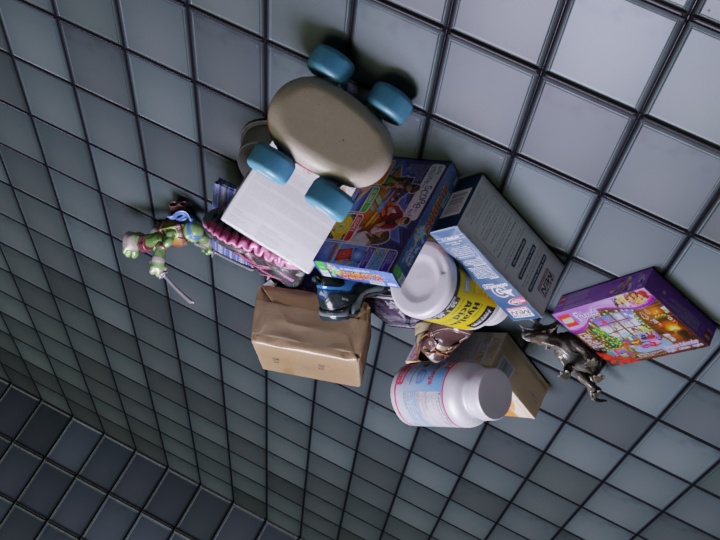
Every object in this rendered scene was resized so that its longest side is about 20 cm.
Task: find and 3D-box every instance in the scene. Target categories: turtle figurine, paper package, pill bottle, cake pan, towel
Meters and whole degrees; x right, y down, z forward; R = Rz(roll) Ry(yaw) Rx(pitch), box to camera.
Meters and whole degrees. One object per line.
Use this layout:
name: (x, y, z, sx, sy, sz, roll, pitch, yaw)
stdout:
turtle figurine: (-0.346, -0.026, 2.011, 0.193, 0.144, 0.200, 5, 140, 46)
paper package: (-0.079, 0.110, 1.792, 0.189, 0.104, 0.200, 10, 163, 5)
pill bottle: (0.151, 0.205, 1.785, 0.199, 0.109, 0.109, -8, 134, 49)
cake pan: (-0.109, -0.151, 1.683, 0.199, 0.037, 0.201, 23, 151, 13)
pill bottle: (0.142, 0.028, 1.592, 0.111, 0.112, 0.199, 5, 174, 39)
towel: (-0.156, -0.060, 1.765, 0.199, 0.024, 0.146, 23, 129, 18)

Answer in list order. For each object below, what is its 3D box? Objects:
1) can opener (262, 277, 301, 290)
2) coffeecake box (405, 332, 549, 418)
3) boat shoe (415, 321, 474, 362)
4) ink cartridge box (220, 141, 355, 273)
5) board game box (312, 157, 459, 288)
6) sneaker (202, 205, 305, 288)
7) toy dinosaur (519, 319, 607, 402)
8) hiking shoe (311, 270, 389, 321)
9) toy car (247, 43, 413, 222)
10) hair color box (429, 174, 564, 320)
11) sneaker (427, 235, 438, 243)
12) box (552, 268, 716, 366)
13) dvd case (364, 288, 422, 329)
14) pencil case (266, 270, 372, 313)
can opener: (-0.090, -0.004, 1.810, 0.199, 0.053, 0.067, -32, 106, 33)
coffeecake box: (0.203, 0.181, 1.887, 0.199, 0.073, 0.154, -2, 139, 47)
boat shoe: (0.133, 0.116, 1.756, 0.072, 0.073, 0.200, 17, 166, -15)
ink cartridge box: (-0.090, -0.118, 1.614, 0.162, 0.201, 0.057, 32, -170, -12)
board game box: (0.037, -0.072, 1.495, 0.135, 0.201, 0.035, 9, 147, 35)
sneaker: (-0.170, -0.032, 1.735, 0.199, 0.079, 0.096, 27, 143, 16)
toy dinosaur: (0.342, 0.136, 1.682, 0.199, 0.103, 0.077, 33, 120, -31)
hiking shoe: (0.000, 0.000, 1.679, 0.074, 0.200, 0.087, 4, 120, 32)
toy car: (-0.044, -0.176, 1.472, 0.176, 0.185, 0.200, 32, 176, -2)
hair color box: (0.194, -0.029, 1.519, 0.200, 0.100, 0.060, 44, 148, -24)
sneaker: (0.052, -0.084, 1.612, 0.199, 0.075, 0.090, -7, 127, 41)
box: (0.392, 0.073, 1.560, 0.137, 0.039, 0.200, 39, 152, -15)
dvd case: (0.080, 0.066, 1.795, 0.148, 0.016, 0.200, 5, 163, 25)
pencil case: (-0.066, 0.022, 1.880, 0.199, 0.087, 0.083, 20, 172, 21)
